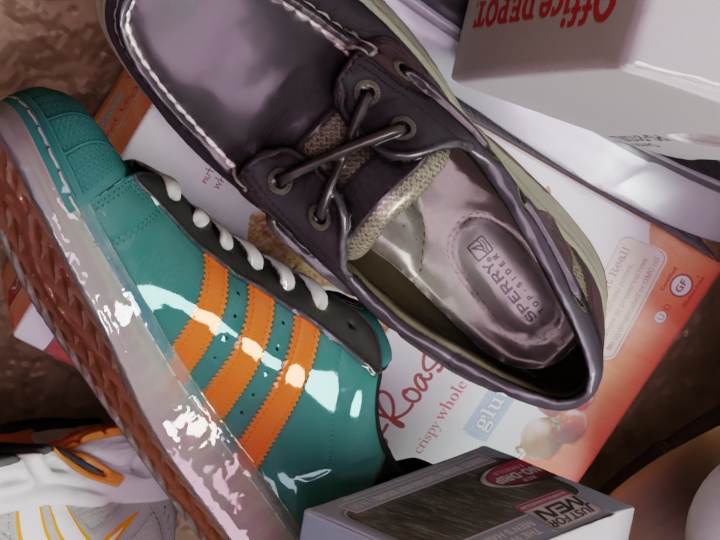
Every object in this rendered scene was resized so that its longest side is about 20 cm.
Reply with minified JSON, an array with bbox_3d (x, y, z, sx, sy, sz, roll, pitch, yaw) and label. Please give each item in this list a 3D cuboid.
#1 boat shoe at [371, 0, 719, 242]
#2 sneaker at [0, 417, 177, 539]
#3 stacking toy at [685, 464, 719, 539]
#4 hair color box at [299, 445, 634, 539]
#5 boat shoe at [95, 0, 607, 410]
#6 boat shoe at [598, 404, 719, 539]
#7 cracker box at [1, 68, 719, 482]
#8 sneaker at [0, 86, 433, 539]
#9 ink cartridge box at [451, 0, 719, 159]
[{"bbox_3d":[0.056,-0.077,0.867,0.199,0.069,0.057,31,103,-19],"label":"boat shoe"},{"bbox_3d":[-0.114,0.098,0.835,0.075,0.200,0.093,-2,92,31],"label":"sneaker"},{"bbox_3d":[0.173,0.029,0.847,0.146,0.146,0.200,31,116,-21],"label":"stacking toy"},{"bbox_3d":[0.018,0.165,0.835,0.099,0.060,0.201,-13,118,-54],"label":"hair color box"},{"bbox_3d":[0.005,-0.030,0.814,0.072,0.065,0.200,-44,111,7],"label":"boat shoe"},{"bbox_3d":[0.166,0.059,0.938,0.199,0.070,0.071,-24,83,10],"label":"boat shoe"},{"bbox_3d":[0.000,0.000,0.892,0.199,0.058,0.134,28,104,-20],"label":"cracker box"},{"bbox_3d":[-0.043,0.016,0.824,0.080,0.071,0.201,-39,118,-15],"label":"sneaker"},{"bbox_3d":[0.107,-0.139,0.776,0.084,0.145,0.201,14,88,-17],"label":"ink cartridge box"}]
